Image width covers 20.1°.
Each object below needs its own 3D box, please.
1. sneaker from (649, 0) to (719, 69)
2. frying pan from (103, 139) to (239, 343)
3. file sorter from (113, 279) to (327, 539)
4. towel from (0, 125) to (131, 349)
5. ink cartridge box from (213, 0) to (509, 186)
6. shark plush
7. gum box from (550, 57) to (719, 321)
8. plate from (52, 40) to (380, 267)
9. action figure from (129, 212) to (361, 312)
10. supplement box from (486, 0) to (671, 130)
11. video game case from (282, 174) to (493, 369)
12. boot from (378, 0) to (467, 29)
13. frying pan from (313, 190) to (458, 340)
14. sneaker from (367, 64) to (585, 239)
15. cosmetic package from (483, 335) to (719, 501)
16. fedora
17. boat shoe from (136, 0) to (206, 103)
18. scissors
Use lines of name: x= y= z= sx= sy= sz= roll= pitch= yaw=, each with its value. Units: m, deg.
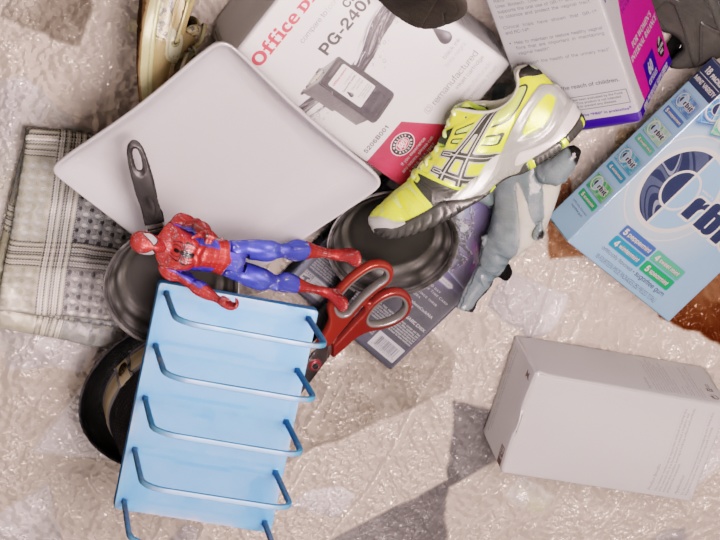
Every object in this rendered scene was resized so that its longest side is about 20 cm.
sneaker: x=0.261 y=-0.252 z=1.719 sx=0.091 sy=0.076 sz=0.200 roll=-26 pitch=116 yaw=12
frying pan: x=-0.180 y=-0.015 z=1.705 sx=0.115 sy=0.031 sz=0.190 roll=-31 pitch=116 yaw=11
file sorter: x=-0.114 y=0.127 z=1.679 sx=0.138 sy=0.123 sz=0.201 roll=10 pitch=99 yaw=-13
towel: x=-0.216 y=-0.020 z=1.764 sx=0.192 sy=0.035 sz=0.201 roll=9 pitch=115 yaw=-15
ink cartridge box: x=-0.001 y=-0.187 z=1.692 sx=0.200 sy=0.083 sz=0.145 roll=33 pitch=108 yaw=-25
shark plush: x=0.125 y=-0.063 z=1.789 sx=0.083 sy=0.091 sz=0.200 roll=17 pitch=117 yaw=-6
gum box: x=0.293 y=-0.068 z=1.807 sx=0.200 sy=0.045 sz=0.170 roll=-45 pitch=132 yaw=12
plate: x=-0.118 y=-0.086 z=1.688 sx=0.200 sy=0.032 sz=0.199 roll=-33 pitch=124 yaw=25
action figure: x=-0.089 y=-0.001 z=1.666 sx=0.199 sy=0.099 sz=0.065 roll=11 pitch=103 yaw=-23
supplement box: x=0.171 y=-0.226 z=1.675 sx=0.103 sy=0.101 sz=0.200 roll=-7 pitch=122 yaw=31
video game case: x=0.048 y=-0.020 z=1.823 sx=0.200 sy=0.019 sz=0.143 roll=-44 pitch=116 yaw=11
boot: x=0.019 y=-0.296 z=1.578 sx=0.073 sy=0.151 sz=0.200 roll=-18 pitch=146 yaw=29
frying pan: x=0.017 y=0.002 z=1.793 sx=0.115 sy=0.031 sz=0.190 roll=11 pitch=127 yaw=-14
sneaker: x=0.086 y=-0.097 z=1.683 sx=0.200 sy=0.075 sz=0.077 roll=-33 pitch=97 yaw=12
cosmetic package: x=0.228 y=0.139 z=1.904 sx=0.199 sy=0.081 sz=0.113 roll=12 pitch=113 yaw=-15
fedora: x=-0.150 y=0.131 z=1.797 sx=0.200 sy=0.092 sz=0.201 roll=-8 pitch=133 yaw=-8
boat shoe: x=-0.148 y=-0.219 z=1.654 sx=0.062 sy=0.073 sz=0.201 roll=5 pitch=115 yaw=-10
scissors: x=-0.038 y=0.069 z=1.785 sx=0.200 sy=0.014 sz=0.073 roll=-41 pitch=127 yaw=10
